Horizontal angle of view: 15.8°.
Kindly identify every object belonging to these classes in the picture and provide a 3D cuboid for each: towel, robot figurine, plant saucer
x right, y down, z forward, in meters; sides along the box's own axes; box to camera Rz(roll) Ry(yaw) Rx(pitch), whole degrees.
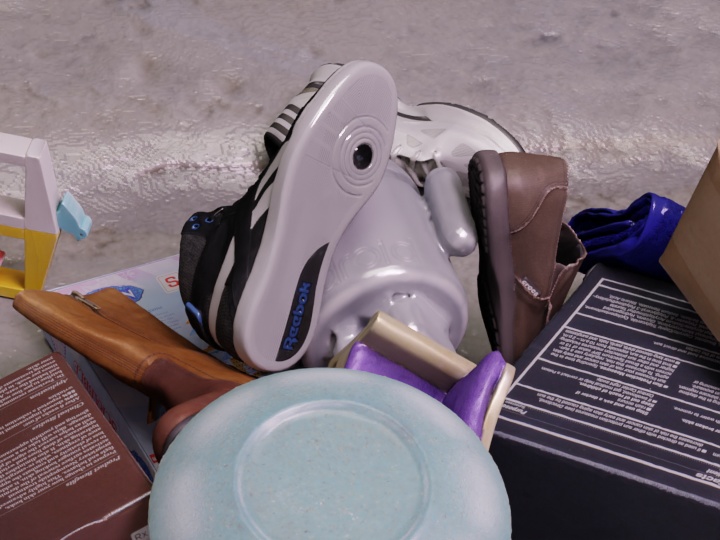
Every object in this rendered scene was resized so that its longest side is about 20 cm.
[{"bbox_3d":[0.241,0.014,1.713,0.200,0.148,0.050,24,80,-14],"label":"towel"},{"bbox_3d":[0.000,0.000,1.676,0.169,0.113,0.200,-31,46,8],"label":"robot figurine"},{"bbox_3d":[-0.015,0.125,1.411,0.200,0.039,0.201,2,53,-3],"label":"plant saucer"}]

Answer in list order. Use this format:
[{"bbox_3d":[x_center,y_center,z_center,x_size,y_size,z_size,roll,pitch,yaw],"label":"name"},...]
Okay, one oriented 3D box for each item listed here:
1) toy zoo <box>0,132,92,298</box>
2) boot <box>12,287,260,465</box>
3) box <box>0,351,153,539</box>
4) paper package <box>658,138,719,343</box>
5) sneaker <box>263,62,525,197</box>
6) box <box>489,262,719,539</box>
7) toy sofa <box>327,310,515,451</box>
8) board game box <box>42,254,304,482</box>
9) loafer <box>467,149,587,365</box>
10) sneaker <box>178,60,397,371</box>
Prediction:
[{"bbox_3d":[-0.278,-0.044,1.733,0.199,0.131,0.020,12,43,4],"label":"toy zoo"},{"bbox_3d":[-0.129,0.059,1.575,0.200,0.069,0.188,34,18,22],"label":"boot"},{"bbox_3d":[-0.181,0.134,1.535,0.100,0.075,0.200,-27,29,-10],"label":"box"},{"bbox_3d":[0.311,0.013,1.560,0.190,0.104,0.200,-8,48,-31],"label":"paper package"},{"bbox_3d":[0.019,-0.069,1.861,0.200,0.076,0.115,22,52,27],"label":"sneaker"},{"bbox_3d":[0.190,0.116,1.608,0.200,0.124,0.198,17,37,25],"label":"box"},{"bbox_3d":[0.013,0.122,1.480,0.083,0.098,0.200,29,52,-13],"label":"toy sofa"},{"bbox_3d":[-0.080,0.065,1.708,0.200,0.041,0.200,-16,48,-24],"label":"board game box"},{"bbox_3d":[0.114,0.006,1.682,0.071,0.200,0.073,-10,44,-3],"label":"loafer"},{"bbox_3d":[-0.057,-0.045,1.614,0.073,0.200,0.112,24,-3,-41],"label":"sneaker"}]
